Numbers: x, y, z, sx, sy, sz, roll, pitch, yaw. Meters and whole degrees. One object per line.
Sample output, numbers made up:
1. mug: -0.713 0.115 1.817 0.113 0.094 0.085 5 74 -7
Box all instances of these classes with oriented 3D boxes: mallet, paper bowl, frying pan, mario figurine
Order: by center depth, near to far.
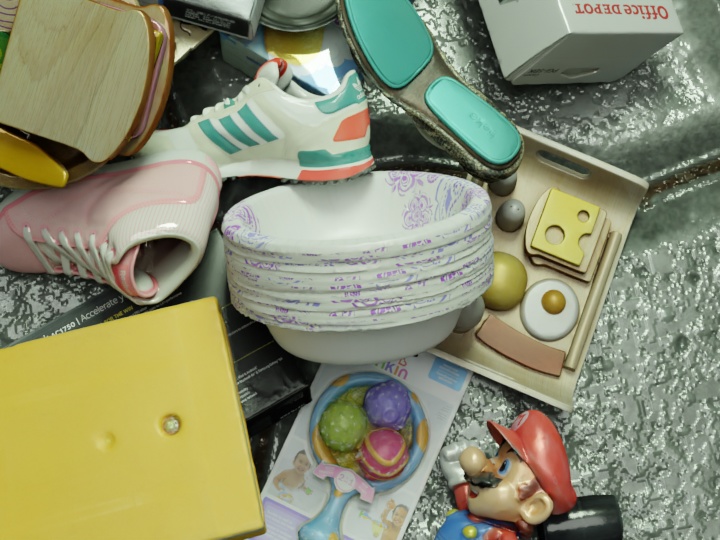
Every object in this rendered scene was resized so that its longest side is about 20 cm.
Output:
1. paper bowl: 0.000 0.000 1.038 0.197 0.201 0.106 -5 108 -5
2. mario figurine: 0.074 0.186 1.042 0.123 0.106 0.201 32 87 34
3. mallet: 0.188 0.270 1.073 0.065 0.041 0.203 -15 82 -3
4. frying pan: -0.086 -0.238 1.111 0.187 0.031 0.117 -3 77 2

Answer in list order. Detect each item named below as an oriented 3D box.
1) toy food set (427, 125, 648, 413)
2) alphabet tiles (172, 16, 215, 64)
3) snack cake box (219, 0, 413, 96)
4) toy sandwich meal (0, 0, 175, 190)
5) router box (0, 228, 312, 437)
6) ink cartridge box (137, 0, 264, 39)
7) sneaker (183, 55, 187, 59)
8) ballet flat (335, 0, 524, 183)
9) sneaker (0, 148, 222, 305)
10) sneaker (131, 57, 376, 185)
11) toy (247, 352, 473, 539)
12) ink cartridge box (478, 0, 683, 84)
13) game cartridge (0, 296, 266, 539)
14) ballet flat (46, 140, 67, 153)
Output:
1. toy food set: 0.134 -0.006 1.121 0.142 0.060 0.202 22 77 2
2. alphabet tiles: -0.210 -0.225 1.083 0.200 0.006 0.166 43 73 7
3. snack cake box: -0.017 -0.236 1.164 0.114 0.067 0.202 29 77 5
4. toy sandwich meal: -0.236 -0.147 1.010 0.202 0.070 0.209 0 97 0
5. router box: -0.157 0.081 1.078 0.198 0.051 0.150 -29 71 -10
6. ink cartridge box: -0.151 -0.297 1.084 0.195 0.047 0.203 14 75 -1
7. sneaker: -0.143 -0.286 1.162 0.117 0.074 0.202 33 79 -2
8. ballet flat: 0.045 -0.143 1.098 0.200 0.075 0.068 47 70 -1
9. sneaker: -0.200 -0.020 1.060 0.197 0.076 0.106 -15 46 13
10. sneaker: -0.085 -0.119 1.101 0.197 0.070 0.095 2 106 14
11. toy: 0.001 0.138 1.085 0.114 0.047 0.202 25 77 1
12. ink cartridge box: 0.160 -0.261 1.142 0.145 0.083 0.203 -8 75 -39
13. game cartridge: -0.180 0.126 1.017 0.197 0.032 0.179 -13 71 -2
14. ballet flat: -0.264 -0.169 1.103 0.065 0.071 0.201 -26 79 -37
